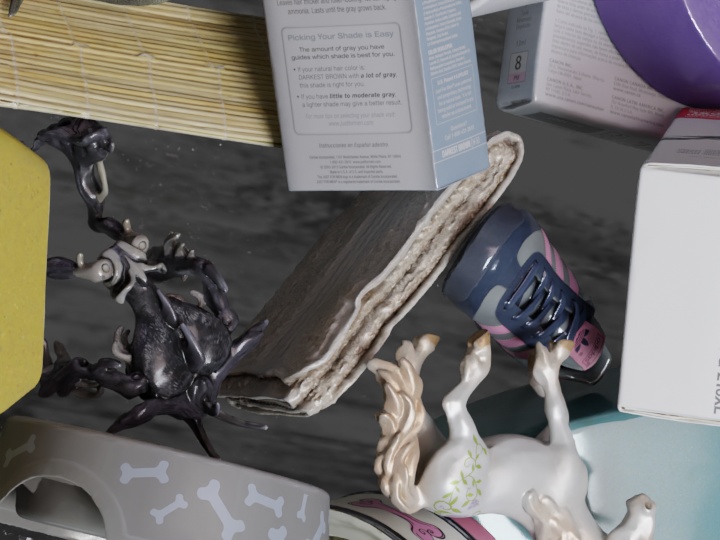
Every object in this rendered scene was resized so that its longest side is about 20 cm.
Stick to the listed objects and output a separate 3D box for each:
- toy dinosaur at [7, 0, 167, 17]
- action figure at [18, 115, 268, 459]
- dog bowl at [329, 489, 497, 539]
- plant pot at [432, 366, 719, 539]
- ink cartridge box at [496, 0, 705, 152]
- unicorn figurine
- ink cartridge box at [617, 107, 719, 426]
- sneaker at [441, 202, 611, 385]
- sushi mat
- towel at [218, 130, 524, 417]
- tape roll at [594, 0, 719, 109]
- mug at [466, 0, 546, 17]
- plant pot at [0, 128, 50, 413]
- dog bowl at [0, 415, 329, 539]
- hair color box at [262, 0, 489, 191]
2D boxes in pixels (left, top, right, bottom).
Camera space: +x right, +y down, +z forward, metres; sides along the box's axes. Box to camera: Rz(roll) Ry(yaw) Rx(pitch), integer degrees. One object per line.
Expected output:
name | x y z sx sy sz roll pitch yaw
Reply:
toy dinosaur | -0.103 -0.192 1.469 0.102 0.077 0.200 50 61 -18
action figure | -0.130 0.015 1.470 0.119 0.102 0.200 -33 94 -26
dog bowl | 0.022 0.211 1.527 0.074 0.200 0.200 -26 108 -43
plant pot | 0.133 0.138 1.617 0.200 0.141 0.141 -5 97 -22
ink cartridge box | 0.172 -0.178 1.666 0.163 0.057 0.200 12 79 -31
unicorn figurine | 0.091 0.105 1.492 0.200 0.074 0.137 3 78 -17
ink cartridge box | 0.206 -0.006 1.561 0.084 0.200 0.145 6 103 12
sneaker | 0.103 0.018 1.551 0.082 0.200 0.070 37 90 17
sushi mat | -0.121 -0.113 1.481 0.200 0.012 0.096 7 48 -31
towel | 0.000 0.000 1.525 0.034 0.133 0.200 45 71 -19
tape roll | 0.238 -0.197 1.631 0.200 0.085 0.200 1 89 -32
mug | 0.081 -0.226 1.531 0.153 0.149 0.187 -4 128 -57
plant pot | -0.265 -0.002 1.340 0.200 0.194 0.196 2 93 -35
dog bowl | -0.107 0.124 1.433 0.200 0.200 0.059 18 81 -31
hair color box | 0.003 -0.145 1.454 0.061 0.099 0.200 -25 111 -54
